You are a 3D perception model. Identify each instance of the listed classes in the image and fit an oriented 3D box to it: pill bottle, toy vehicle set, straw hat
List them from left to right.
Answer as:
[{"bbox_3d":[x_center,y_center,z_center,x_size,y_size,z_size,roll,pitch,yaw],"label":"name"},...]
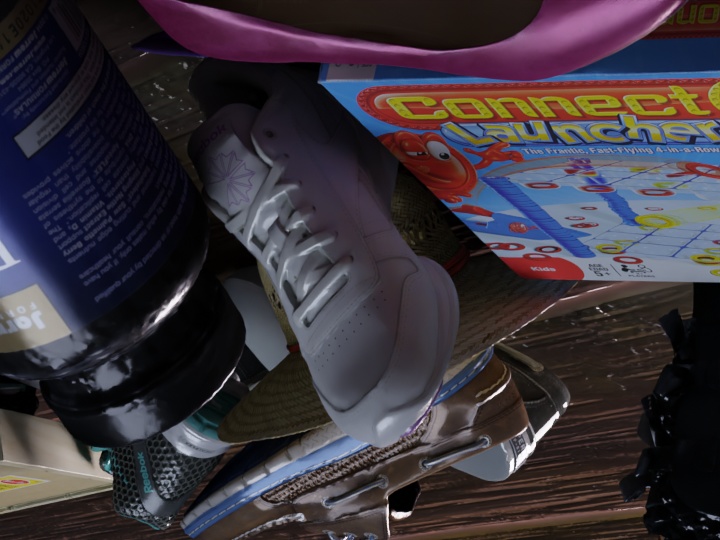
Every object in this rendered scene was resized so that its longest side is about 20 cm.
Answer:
[{"bbox_3d":[-0.207,0.105,1.228,0.124,0.027,0.200,-13,169,11],"label":"toy vehicle set"},{"bbox_3d":[-0.128,-0.030,0.911,0.112,0.112,0.200,-4,131,38],"label":"pill bottle"},{"bbox_3d":[0.000,0.000,1.104,0.201,0.201,0.085,-16,104,53],"label":"straw hat"}]

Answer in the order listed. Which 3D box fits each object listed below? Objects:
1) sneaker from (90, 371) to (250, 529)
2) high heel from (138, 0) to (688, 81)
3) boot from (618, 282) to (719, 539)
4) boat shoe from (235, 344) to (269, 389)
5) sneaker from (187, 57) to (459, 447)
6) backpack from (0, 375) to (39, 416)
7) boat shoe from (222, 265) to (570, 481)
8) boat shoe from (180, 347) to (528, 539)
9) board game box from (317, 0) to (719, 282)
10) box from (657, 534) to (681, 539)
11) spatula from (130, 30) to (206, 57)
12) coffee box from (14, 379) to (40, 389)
[{"bbox_3d":[-0.115,0.063,1.242,0.078,0.091,0.200,24,-162,-20],"label":"sneaker"},{"bbox_3d":[0.016,-0.105,0.813,0.200,0.067,0.096,3,175,35],"label":"high heel"},{"bbox_3d":[0.216,0.051,1.007,0.198,0.163,0.073,8,162,12],"label":"boot"},{"bbox_3d":[-0.008,0.064,1.330,0.200,0.068,0.072,-5,152,38],"label":"boat shoe"},{"bbox_3d":[-0.024,-0.010,0.944,0.100,0.200,0.075,21,124,-34],"label":"sneaker"},{"bbox_3d":[-0.277,0.024,1.229,0.200,0.153,0.176,-6,170,-13],"label":"backpack"},{"bbox_3d":[0.017,0.044,1.241,0.200,0.064,0.071,28,142,27],"label":"boat shoe"},{"bbox_3d":[-0.005,0.100,1.168,0.200,0.072,0.072,-33,100,32],"label":"boat shoe"},{"bbox_3d":[0.117,-0.057,0.929,0.200,0.056,0.196,1,158,30],"label":"board game box"},{"bbox_3d":[0.201,0.091,1.071,0.117,0.200,0.060,13,161,2],"label":"box"},{"bbox_3d":[-0.044,-0.114,0.918,0.056,0.021,0.200,3,161,-18],"label":"spatula"},{"bbox_3d":[-0.200,-0.028,1.119,0.200,0.113,0.080,23,158,-26],"label":"coffee box"}]
